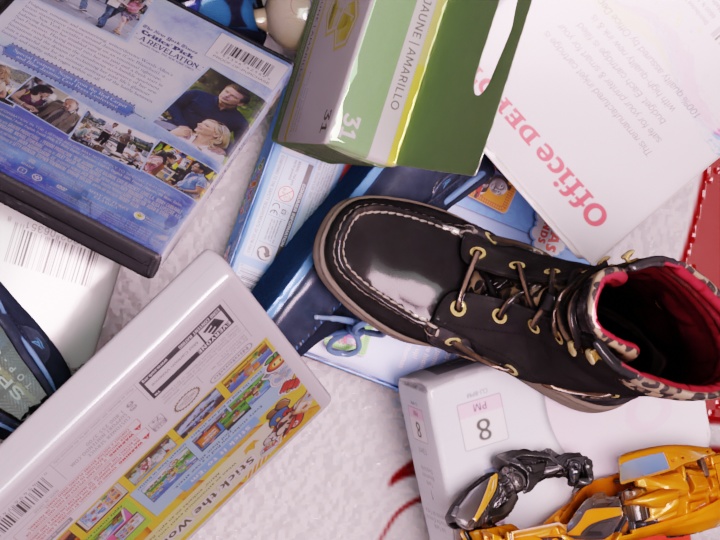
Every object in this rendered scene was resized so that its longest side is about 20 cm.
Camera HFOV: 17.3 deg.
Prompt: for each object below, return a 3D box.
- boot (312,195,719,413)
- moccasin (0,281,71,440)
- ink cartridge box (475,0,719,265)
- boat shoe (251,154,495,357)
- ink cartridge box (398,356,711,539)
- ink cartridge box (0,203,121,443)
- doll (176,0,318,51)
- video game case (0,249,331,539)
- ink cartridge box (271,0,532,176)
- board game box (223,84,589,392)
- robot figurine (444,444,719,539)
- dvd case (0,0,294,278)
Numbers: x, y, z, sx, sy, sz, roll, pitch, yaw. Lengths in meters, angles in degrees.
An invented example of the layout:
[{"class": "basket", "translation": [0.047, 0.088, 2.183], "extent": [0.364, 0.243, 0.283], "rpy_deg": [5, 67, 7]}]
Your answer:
[{"class": "boot", "translation": [0.087, 0.015, 1.169], "extent": [0.199, 0.150, 0.074], "rpy_deg": [29, 76, -20]}, {"class": "moccasin", "translation": [-0.204, 0.002, 1.090], "extent": [0.200, 0.068, 0.081], "rpy_deg": [38, 83, -10]}, {"class": "ink cartridge box", "translation": [0.144, -0.127, 1.238], "extent": [0.200, 0.086, 0.148], "rpy_deg": [-40, 105, 9]}, {"class": "boat shoe", "translation": [0.000, 0.000, 1.243], "extent": [0.069, 0.084, 0.200], "rpy_deg": [41, 85, -13]}, {"class": "ink cartridge box", "translation": [0.118, 0.132, 1.298], "extent": [0.162, 0.057, 0.201], "rpy_deg": [-16, 99, -19]}, {"class": "ink cartridge box", "translation": [-0.209, 0.018, 1.199], "extent": [0.146, 0.145, 0.201], "rpy_deg": [18, 86, -12]}, {"class": "doll", "translation": [-0.111, -0.123, 1.261], "extent": [0.199, 0.048, 0.137], "rpy_deg": [-8, 72, -10]}, {"class": "video game case", "translation": [-0.112, 0.095, 1.128], "extent": [0.200, 0.182, 0.023], "rpy_deg": [-44, 64, -5]}, {"class": "ink cartridge box", "translation": [0.023, -0.123, 1.165], "extent": [0.048, 0.200, 0.146], "rpy_deg": [18, 89, -18]}, {"class": "board game box", "translation": [0.031, -0.009, 1.308], "extent": [0.199, 0.037, 0.152], "rpy_deg": [21, 86, -11]}, {"class": "robot figurine", "translation": [0.136, 0.157, 1.245], "extent": [0.199, 0.058, 0.146], "rpy_deg": [-10, 87, -28]}, {"class": "dvd case", "translation": [-0.126, -0.084, 1.153], "extent": [0.142, 0.200, 0.018], "rpy_deg": [27, 127, 2]}]
